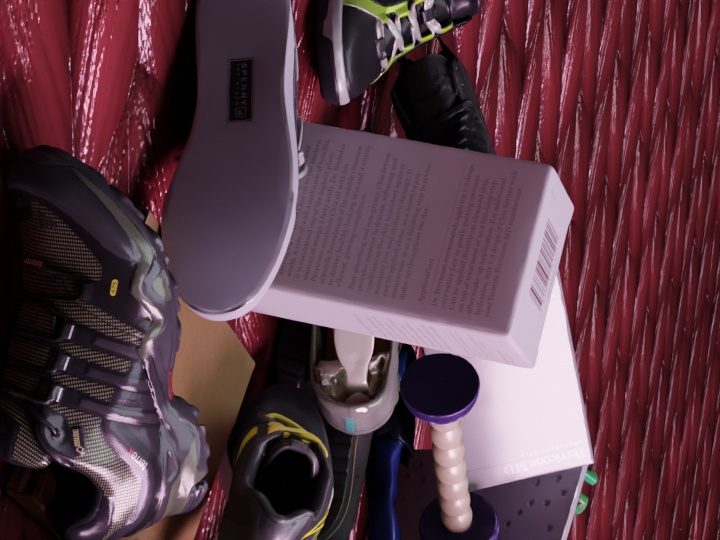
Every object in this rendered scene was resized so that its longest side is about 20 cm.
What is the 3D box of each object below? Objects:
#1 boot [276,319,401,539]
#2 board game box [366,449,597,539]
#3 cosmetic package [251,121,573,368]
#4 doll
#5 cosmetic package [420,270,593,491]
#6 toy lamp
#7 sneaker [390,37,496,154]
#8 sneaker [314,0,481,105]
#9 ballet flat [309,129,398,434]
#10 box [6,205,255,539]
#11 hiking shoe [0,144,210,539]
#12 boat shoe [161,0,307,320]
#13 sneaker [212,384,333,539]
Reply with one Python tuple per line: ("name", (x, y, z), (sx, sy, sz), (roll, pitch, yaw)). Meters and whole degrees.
("boot", (-0.015, 0.088, 1.306), (0.138, 0.077, 0.202), (62, 47, -74))
("board game box", (0.071, 0.228, 1.420), (0.026, 0.199, 0.202), (34, 65, -35))
("cosmetic package", (0.010, -0.018, 1.104), (0.071, 0.198, 0.102), (48, 57, -66))
("doll", (0.019, 0.113, 1.389), (0.137, 0.048, 0.202), (104, -12, -76))
("cosmetic package", (0.092, 0.043, 1.350), (0.090, 0.106, 0.202), (-98, 173, -67))
("toy lamp", (0.062, 0.138, 1.295), (0.201, 0.058, 0.058), (82, 27, -49))
("sneaker", (0.052, -0.090, 1.271), (0.200, 0.060, 0.105), (-78, 144, -70))
("sneaker", (0.035, -0.179, 1.256), (0.072, 0.082, 0.201), (81, 28, -43))
("ballet flat", (0.000, 0.000, 1.223), (0.064, 0.067, 0.202), (70, 19, -73))
("box", (-0.118, 0.082, 1.068), (0.200, 0.021, 0.165), (62, 43, -60))
("hiking shoe", (-0.136, 0.044, 0.914), (0.100, 0.075, 0.202), (-31, 116, -36))
("boat shoe", (-0.065, -0.065, 1.058), (0.068, 0.073, 0.201), (63, 24, -70))
("sneaker", (-0.041, 0.121, 1.140), (0.201, 0.074, 0.085), (-84, -162, -59))
